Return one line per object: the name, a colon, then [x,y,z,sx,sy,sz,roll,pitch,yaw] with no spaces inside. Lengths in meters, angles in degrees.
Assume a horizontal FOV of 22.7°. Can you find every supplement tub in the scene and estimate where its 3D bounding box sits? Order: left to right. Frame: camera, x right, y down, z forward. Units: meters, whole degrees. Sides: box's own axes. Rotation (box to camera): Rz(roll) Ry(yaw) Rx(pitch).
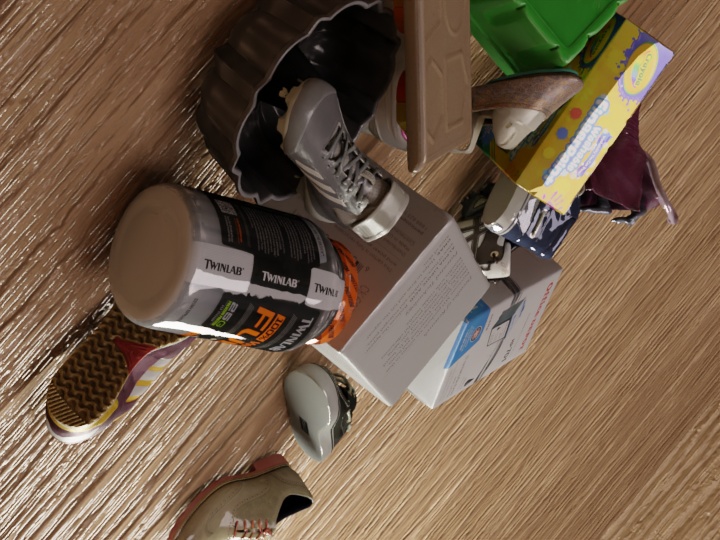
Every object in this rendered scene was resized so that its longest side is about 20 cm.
supplement tub: [-0.104,0.002,1.532,0.199,0.123,0.123,13,115,-42]

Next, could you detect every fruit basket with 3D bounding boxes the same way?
fruit basket: [0.187,-0.280,1.758,0.215,0.156,0.216,-37,-160,16]

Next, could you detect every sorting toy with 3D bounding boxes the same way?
sorting toy: [0.061,-0.191,1.549,0.200,0.036,0.187,-41,131,-69]

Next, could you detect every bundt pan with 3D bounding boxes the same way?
bundt pan: [-0.060,-0.159,1.506,0.202,0.076,0.202,-40,153,-25]

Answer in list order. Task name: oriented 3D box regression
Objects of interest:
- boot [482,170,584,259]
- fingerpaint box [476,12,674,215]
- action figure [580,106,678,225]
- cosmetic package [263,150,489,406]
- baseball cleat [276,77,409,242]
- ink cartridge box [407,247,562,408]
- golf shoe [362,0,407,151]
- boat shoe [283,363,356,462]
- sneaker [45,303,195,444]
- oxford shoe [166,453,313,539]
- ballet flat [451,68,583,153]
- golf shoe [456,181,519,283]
boot: [0.217,-0.117,2.009,0.090,0.073,0.201,30,86,-24]
fingerpaint box: [0.217,-0.181,1.874,0.073,0.167,0.201,30,101,-22]
action figure: [0.300,-0.160,2.076,0.134,0.148,0.202,33,63,-75]
cosmetic package: [0.000,0.000,1.735,0.165,0.165,0.200,-50,158,-5]
baseball cleat: [-0.009,-0.089,1.474,0.070,0.106,0.200,-60,164,-15]
ink cartridge box: [0.138,0.057,2.171,0.199,0.086,0.147,-25,145,-43]
golf shoe: [0.049,-0.194,1.640,0.075,0.091,0.201,-33,149,-35]
boat shoe: [-0.041,0.145,1.996,0.064,0.071,0.200,-41,163,-20]
sneaker: [-0.206,0.072,1.597,0.200,0.075,0.090,-42,173,-23]
oxford shoe: [-0.131,0.270,1.994,0.199,0.075,0.071,-28,148,-42]
ballet flat: [0.118,-0.147,1.713,0.068,0.199,0.068,25,62,-62]
golf shoe: [0.119,-0.015,2.022,0.200,0.094,0.078,-41,156,-19]
